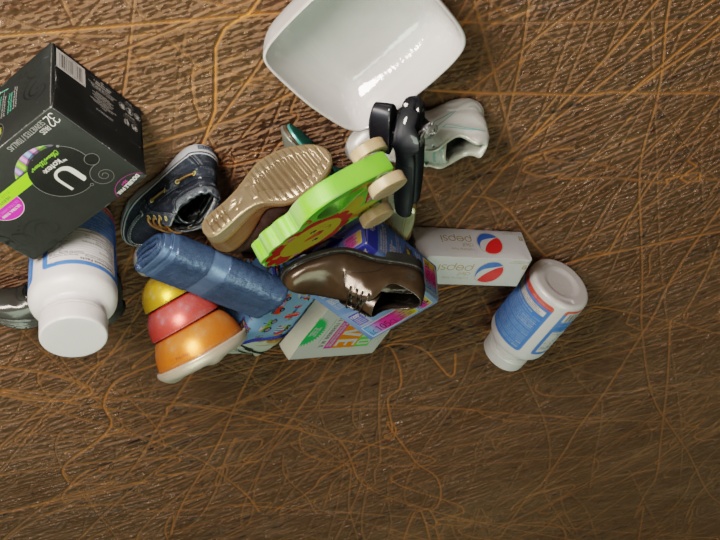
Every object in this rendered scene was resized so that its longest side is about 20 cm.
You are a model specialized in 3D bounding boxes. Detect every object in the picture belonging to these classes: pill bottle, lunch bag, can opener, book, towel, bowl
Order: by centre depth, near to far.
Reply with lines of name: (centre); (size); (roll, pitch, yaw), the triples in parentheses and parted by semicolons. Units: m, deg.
bowl: (0.003, -0.280, 1.064); (0.199, 0.075, 0.199); (-35, 136, 24)
can opener: (0.061, -0.146, 1.159); (0.064, 0.078, 0.201); (-53, 155, -24)
pill bottle: (-0.375, 0.008, 1.176); (0.111, 0.201, 0.113); (-8, 141, -7)
towel: (-0.202, 0.004, 1.238); (0.199, 0.049, 0.111); (24, 154, -26)
lunch bag: (-0.092, 0.039, 1.416); (0.199, 0.095, 0.151); (5, 135, -37)
book: (-0.022, 0.082, 1.463); (0.199, 0.048, 0.134); (-1, 138, -48)
pill bottle: (0.295, 0.084, 1.560); (0.111, 0.113, 0.201); (8, 136, -25)

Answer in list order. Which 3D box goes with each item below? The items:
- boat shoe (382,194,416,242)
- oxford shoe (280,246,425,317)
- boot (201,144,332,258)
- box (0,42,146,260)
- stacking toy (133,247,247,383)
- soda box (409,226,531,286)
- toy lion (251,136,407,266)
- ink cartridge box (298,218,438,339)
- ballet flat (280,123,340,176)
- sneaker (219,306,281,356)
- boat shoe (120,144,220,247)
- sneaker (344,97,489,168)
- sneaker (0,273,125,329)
boat shoe: (0.037, -0.047, 1.362); (0.066, 0.074, 0.201); (2, 132, -9)
oxford shoe: (-0.008, 0.019, 1.204); (0.198, 0.085, 0.073); (1, 136, -8)
boot: (-0.108, -0.088, 1.198); (0.199, 0.073, 0.166); (-32, 167, 8)
box: (-0.380, -0.137, 1.075); (0.199, 0.125, 0.148); (-33, 137, 19)
stacking toy: (-0.266, 0.047, 1.306); (0.145, 0.201, 0.146); (-26, -176, 2)
soda box: (0.167, -0.021, 1.432); (0.198, 0.064, 0.068); (1, 139, -20)
toy lion: (-0.048, -0.070, 1.129); (0.191, 0.069, 0.200); (-29, 171, -12)
ink cartridge box: (0.000, 0.000, 1.303); (0.136, 0.077, 0.200); (-32, 128, 27)
ballet flat: (-0.055, -0.125, 1.233); (0.064, 0.068, 0.200); (-39, 137, 17)
sneaker: (-0.227, 0.100, 1.446); (0.199, 0.076, 0.088); (18, 140, -27)
boat shoe: (-0.260, -0.076, 1.210); (0.071, 0.091, 0.200); (22, 129, -37)
sneaker: (0.078, -0.175, 1.210); (0.198, 0.081, 0.071); (-13, 143, 0)
sneaker: (-0.443, 0.029, 1.307); (0.198, 0.076, 0.091); (-5, 131, -22)
